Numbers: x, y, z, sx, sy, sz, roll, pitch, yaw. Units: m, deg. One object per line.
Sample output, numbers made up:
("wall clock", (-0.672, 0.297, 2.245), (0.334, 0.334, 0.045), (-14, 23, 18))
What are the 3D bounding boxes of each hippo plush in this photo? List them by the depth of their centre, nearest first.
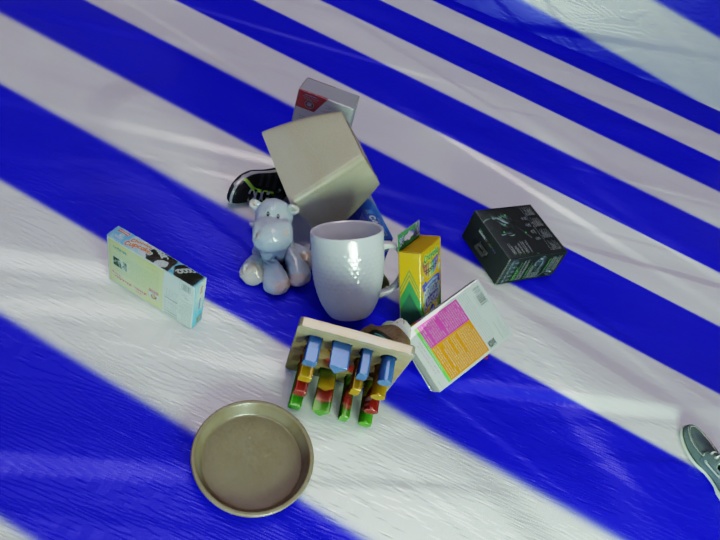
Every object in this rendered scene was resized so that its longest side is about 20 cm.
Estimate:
("hippo plush", (-0.159, -0.067, 1.254), (0.157, 0.162, 0.202), (10, 48, -8))

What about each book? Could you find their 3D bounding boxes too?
("book", (0.188, 0.126, 1.201), (0.199, 0.048, 0.134), (-32, 90, -19))

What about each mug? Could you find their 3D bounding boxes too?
("mug", (0.000, 0.000, 1.226), (0.197, 0.178, 0.148), (-8, 20, -16))

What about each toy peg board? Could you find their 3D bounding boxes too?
("toy peg board", (-0.031, 0.187, 1.049), (0.198, 0.200, 0.099), (15, 59, -6))

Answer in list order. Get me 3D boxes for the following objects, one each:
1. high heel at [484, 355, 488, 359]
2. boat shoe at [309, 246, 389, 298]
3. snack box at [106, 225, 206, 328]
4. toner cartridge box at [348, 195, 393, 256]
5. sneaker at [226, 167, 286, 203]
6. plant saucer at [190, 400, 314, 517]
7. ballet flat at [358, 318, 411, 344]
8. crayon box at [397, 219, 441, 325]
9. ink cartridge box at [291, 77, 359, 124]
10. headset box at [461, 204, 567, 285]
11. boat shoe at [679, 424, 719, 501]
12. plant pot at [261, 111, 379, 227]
("high heel", (0.173, 0.159, 1.254), (0.197, 0.097, 0.067), (-11, 13, -3))
("boat shoe", (-0.018, -0.009, 1.331), (0.199, 0.074, 0.063), (29, 13, 16))
("snack box", (-0.381, 0.014, 1.132), (0.199, 0.117, 0.037), (30, 44, 9))
("toner cartridge box", (0.010, -0.110, 1.417), (0.043, 0.096, 0.201), (-4, 49, -25))
("sneaker", (-0.216, -0.192, 1.429), (0.199, 0.072, 0.083), (-26, 61, -38))
("plant saucer", (-0.174, 0.304, 0.988), (0.197, 0.030, 0.202), (10, 45, -10))
("ballet flat", (0.054, 0.123, 1.143), (0.072, 0.200, 0.068), (-42, 100, -20))
("crayon box", (0.123, 0.010, 1.247), (0.051, 0.203, 0.126), (5, 21, 25))
("ink cartridge box", (-0.100, -0.362, 1.549), (0.145, 0.201, 0.083), (19, 40, -1))
("headset box", (0.374, -0.067, 1.513), (0.198, 0.093, 0.175), (-9, 51, -27))
("boat shoe", (0.719, 0.389, 1.215), (0.072, 0.062, 0.201), (-1, 48, -21))
("plant pot", (-0.073, -0.226, 1.343), (0.176, 0.200, 0.202), (-27, 65, 8))
